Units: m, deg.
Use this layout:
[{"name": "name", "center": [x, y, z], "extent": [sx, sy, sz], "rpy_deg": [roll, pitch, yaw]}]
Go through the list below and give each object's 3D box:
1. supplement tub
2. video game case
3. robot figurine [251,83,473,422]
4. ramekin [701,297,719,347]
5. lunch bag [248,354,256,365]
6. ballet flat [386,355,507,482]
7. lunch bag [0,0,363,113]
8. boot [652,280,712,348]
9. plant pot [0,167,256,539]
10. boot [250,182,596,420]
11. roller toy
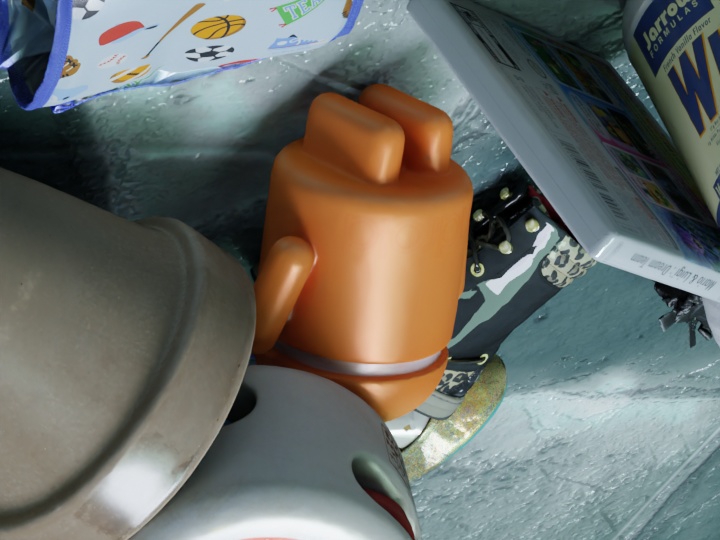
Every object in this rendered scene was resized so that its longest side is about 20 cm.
[{"name": "supplement tub", "center": [0.229, -0.111, 1.614], "extent": [0.144, 0.201, 0.145], "rpy_deg": [-19, 151, -11]}, {"name": "video game case", "center": [0.130, -0.063, 1.617], "extent": [0.024, 0.200, 0.182], "rpy_deg": [-48, 145, 19]}, {"name": "robot figurine", "center": [-0.002, 0.000, 1.665], "extent": [0.116, 0.144, 0.201], "rpy_deg": [9, 112, 5]}, {"name": "ramekin", "center": [0.308, -0.002, 1.870], "extent": [0.199, 0.098, 0.202], "rpy_deg": [-5, 102, -26]}, {"name": "lunch bag", "center": [-0.082, 0.121, 1.770], "extent": [0.199, 0.161, 0.082], "rpy_deg": [17, 142, -20]}, {"name": "ballet flat", "center": [0.008, 0.113, 1.961], "extent": [0.200, 0.071, 0.071], "rpy_deg": [-38, 149, 22]}, {"name": "lunch bag", "center": [-0.084, -0.166, 1.370], "extent": [0.169, 0.124, 0.201], "rpy_deg": [-15, 142, -19]}, {"name": "boot", "center": [0.295, -0.015, 1.965], "extent": [0.198, 0.074, 0.162], "rpy_deg": [-39, 142, 20]}, {"name": "plant pot", "center": [-0.182, 0.031, 1.557], "extent": [0.200, 0.201, 0.174], "rpy_deg": [-39, 123, 24]}, {"name": "boot", "center": [0.041, -0.001, 1.796], "extent": [0.154, 0.074, 0.203], "rpy_deg": [-43, 140, 14]}, {"name": "roller toy", "center": [-0.055, 0.151, 1.616], "extent": [0.199, 0.140, 0.183], "rpy_deg": [13, 123, -16]}]
